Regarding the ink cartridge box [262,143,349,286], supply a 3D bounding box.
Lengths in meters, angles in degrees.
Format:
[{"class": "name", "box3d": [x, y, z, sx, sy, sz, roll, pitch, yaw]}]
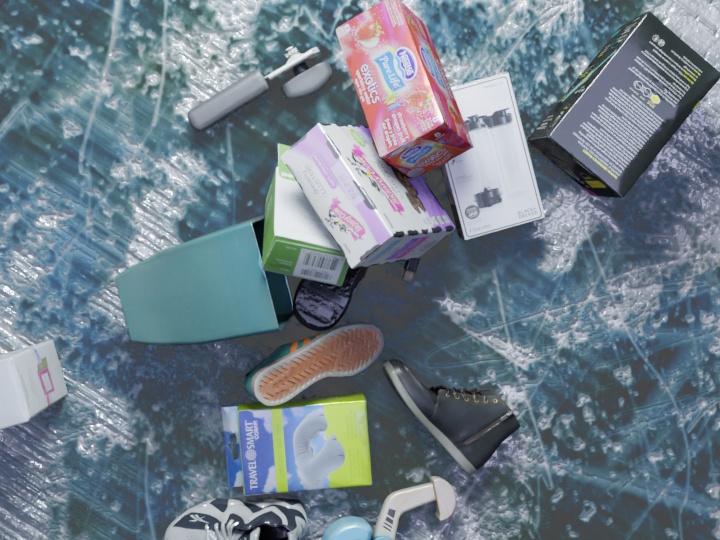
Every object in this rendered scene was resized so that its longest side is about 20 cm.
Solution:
[{"class": "ink cartridge box", "box3d": [-0.067, -0.073, 1.404, 0.103, 0.200, 0.059, 12, 128, -13]}]

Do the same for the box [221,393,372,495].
[{"class": "box", "box3d": [-0.088, 0.238, 1.497, 0.199, 0.048, 0.122, -5, 95, -2]}]

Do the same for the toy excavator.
[{"class": "toy excavator", "box3d": [0.020, 0.366, 1.496, 0.194, 0.100, 0.201, 14, 86, -5]}]

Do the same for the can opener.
[{"class": "can opener", "box3d": [-0.134, -0.236, 1.449, 0.200, 0.053, 0.067, -27, 96, 1]}]

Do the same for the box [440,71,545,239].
[{"class": "box", "box3d": [0.164, -0.153, 1.464, 0.116, 0.060, 0.201, -17, 96, 0]}]

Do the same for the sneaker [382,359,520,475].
[{"class": "sneaker", "box3d": [0.123, 0.173, 1.492, 0.106, 0.075, 0.200, -42, 104, -3]}]

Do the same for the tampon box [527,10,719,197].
[{"class": "tampon box", "box3d": [0.337, -0.208, 1.420, 0.126, 0.150, 0.200, 39, 93, -4]}]

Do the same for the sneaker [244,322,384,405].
[{"class": "sneaker", "box3d": [-0.067, 0.117, 1.479, 0.199, 0.080, 0.072, -21, 105, -21]}]

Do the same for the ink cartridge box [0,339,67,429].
[{"class": "ink cartridge box", "box3d": [-0.474, 0.156, 1.401, 0.144, 0.200, 0.085, -16, 92, -1]}]

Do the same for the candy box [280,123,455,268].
[{"class": "candy box", "box3d": [0.014, -0.096, 1.370, 0.071, 0.200, 0.168, -38, 78, 25]}]

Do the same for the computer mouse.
[{"class": "computer mouse", "box3d": [0.000, 0.000, 1.482, 0.140, 0.046, 0.201, 22, 83, 0]}]

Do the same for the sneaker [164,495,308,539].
[{"class": "sneaker", "box3d": [-0.170, 0.360, 1.464, 0.198, 0.130, 0.080, -2, 95, -2]}]

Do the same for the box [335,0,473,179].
[{"class": "box", "box3d": [0.055, -0.231, 1.384, 0.095, 0.100, 0.201, -27, 66, 20]}]

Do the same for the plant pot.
[{"class": "plant pot", "box3d": [-0.206, 0.022, 1.430, 0.199, 0.141, 0.142, -13, 96, 6]}]
